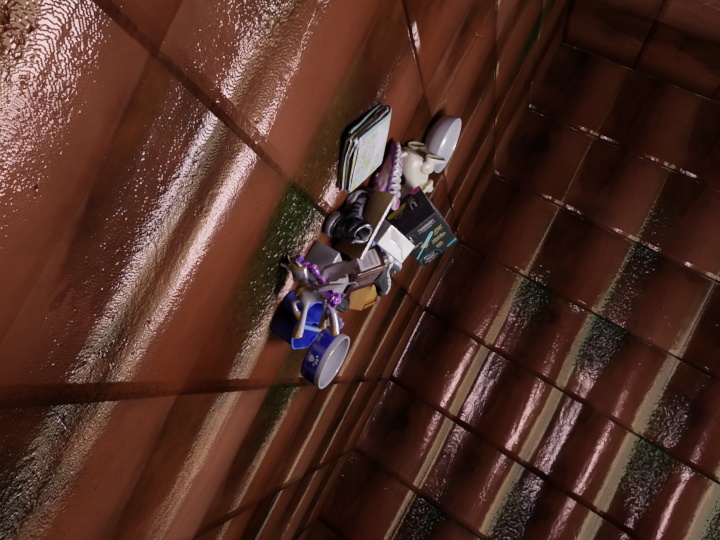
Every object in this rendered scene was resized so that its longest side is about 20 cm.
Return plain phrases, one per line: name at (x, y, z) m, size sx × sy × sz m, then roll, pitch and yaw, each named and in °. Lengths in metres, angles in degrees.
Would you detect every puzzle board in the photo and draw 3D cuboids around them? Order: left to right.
puzzle board at (0.013, -0.134, 1.528) m, size 0.017 × 0.149 × 0.204 m, roll 32°, pitch 85°, yaw -34°

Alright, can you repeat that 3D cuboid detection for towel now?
towel at (0.012, -0.315, 1.394) m, size 0.200 × 0.047 × 0.174 m, roll -48°, pitch 161°, yaw -41°

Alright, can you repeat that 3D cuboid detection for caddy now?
caddy at (-0.153, 0.139, 1.475) m, size 0.145 × 0.103 × 0.199 m, roll -64°, pitch 163°, yaw 2°

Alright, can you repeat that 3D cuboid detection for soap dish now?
soap dish at (0.024, 0.055, 1.925) m, size 0.161 × 0.080 × 0.199 m, roll -67°, pitch 164°, yaw 14°

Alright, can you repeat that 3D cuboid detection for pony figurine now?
pony figurine at (-0.096, 0.055, 1.323) m, size 0.167 × 0.186 × 0.207 m, roll -91°, pitch 177°, yaw -73°

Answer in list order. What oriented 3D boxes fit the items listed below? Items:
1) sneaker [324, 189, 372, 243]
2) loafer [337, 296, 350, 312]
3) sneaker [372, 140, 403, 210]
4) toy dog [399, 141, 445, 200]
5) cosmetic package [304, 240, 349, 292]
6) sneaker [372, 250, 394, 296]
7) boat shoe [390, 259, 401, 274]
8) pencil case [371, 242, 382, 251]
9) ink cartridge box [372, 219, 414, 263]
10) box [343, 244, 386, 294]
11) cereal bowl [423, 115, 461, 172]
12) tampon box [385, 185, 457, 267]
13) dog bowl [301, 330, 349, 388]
sneaker at (-0.006, -0.141, 1.480) m, size 0.200 × 0.112 × 0.077 m, roll -47°, pitch 157°, yaw -39°
loafer at (-0.075, 0.088, 1.701) m, size 0.074 × 0.071 × 0.199 m, roll -69°, pitch 164°, yaw 8°
sneaker at (0.078, -0.284, 1.594) m, size 0.080 × 0.085 × 0.208 m, roll 29°, pitch 67°, yaw -72°
toy dog at (0.161, -0.287, 1.732) m, size 0.191 × 0.138 × 0.205 m, roll -19°, pitch 136°, yaw -48°
cosmetic package at (-0.099, 0.015, 1.495) m, size 0.108 × 0.088 × 0.201 m, roll -57°, pitch 159°, yaw -17°
sneaker at (0.056, 0.019, 1.765) m, size 0.089 × 0.067 × 0.204 m, roll -27°, pitch 145°, yaw -27°
boat shoe at (0.114, -0.050, 1.859) m, size 0.200 × 0.069 × 0.094 m, roll 120°, pitch -10°, yaw -83°
pencil case at (0.030, -0.078, 1.738) m, size 0.076 × 0.089 × 0.199 m, roll -23°, pitch 170°, yaw 16°
ink cartridge box at (0.061, -0.113, 1.569) m, size 0.115 × 0.200 × 0.067 m, roll 36°, pitch 96°, yaw -35°
box at (0.000, 0.000, 1.625) m, size 0.097 × 0.077 × 0.201 m, roll -18°, pitch 165°, yaw -19°
cereal bowl at (0.278, -0.456, 1.909) m, size 0.202 × 0.082 × 0.202 m, roll -54°, pitch 162°, yaw -26°
tampon box at (0.191, -0.137, 1.710) m, size 0.148 × 0.128 × 0.199 m, roll -36°, pitch 144°, yaw 13°
dog bowl at (-0.120, 0.300, 1.868) m, size 0.202 × 0.077 × 0.202 m, roll -54°, pitch 161°, yaw -28°
